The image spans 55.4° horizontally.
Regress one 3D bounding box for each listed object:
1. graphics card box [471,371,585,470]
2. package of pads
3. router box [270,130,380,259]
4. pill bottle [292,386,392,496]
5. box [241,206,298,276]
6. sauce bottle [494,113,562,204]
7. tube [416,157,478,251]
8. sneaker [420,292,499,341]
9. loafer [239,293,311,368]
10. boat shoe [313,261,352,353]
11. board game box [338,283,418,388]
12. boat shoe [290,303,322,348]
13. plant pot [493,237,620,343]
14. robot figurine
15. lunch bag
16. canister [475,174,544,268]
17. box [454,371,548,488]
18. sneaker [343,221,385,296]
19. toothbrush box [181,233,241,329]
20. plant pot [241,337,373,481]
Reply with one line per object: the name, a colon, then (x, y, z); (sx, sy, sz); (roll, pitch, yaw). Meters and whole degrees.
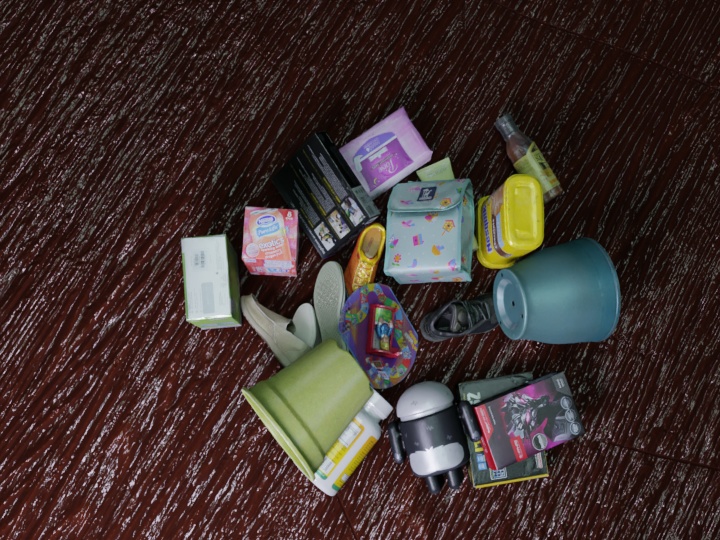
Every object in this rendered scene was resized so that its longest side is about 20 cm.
graphics card box: (0.322, 0.289, 1.329); (0.195, 0.051, 0.129); (-19, 84, -9)
package of pads: (0.042, -0.231, 1.417); (0.198, 0.076, 0.122); (-35, 84, -8)
router box: (-0.072, -0.149, 1.369); (0.148, 0.051, 0.203); (-37, 84, 32)
pill bottle: (-0.030, 0.315, 1.313); (0.112, 0.113, 0.201); (40, 81, 2)
box: (-0.167, -0.051, 1.311); (0.099, 0.200, 0.098); (3, 81, -3)
sauce bottle: (0.351, -0.235, 1.446); (0.065, 0.066, 0.203); (-31, 87, -8)
tube: (0.185, -0.130, 1.429); (0.057, 0.052, 0.205); (-12, 77, -40)
sneaker: (0.221, 0.091, 1.366); (0.193, 0.114, 0.079); (-13, 84, -8)
loafer: (-0.162, 0.115, 1.335); (0.068, 0.076, 0.201); (-39, 68, -8)
boat shoe: (-0.046, 0.085, 1.351); (0.073, 0.062, 0.207); (-14, 78, 31)
board game box: (0.049, 0.123, 1.338); (0.157, 0.039, 0.203); (-39, 104, -34)
boat shoe: (-0.099, 0.171, 1.356); (0.059, 0.071, 0.208); (16, 68, -47)
plant pot: (0.363, 0.050, 1.325); (0.182, 0.200, 0.207); (-8, 82, -14)
robot figurine: (0.141, 0.317, 1.323); (0.146, 0.124, 0.206); (-13, 83, -24)
lunch bag: (0.139, -0.085, 1.361); (0.166, 0.121, 0.207); (-2, 75, 25)
canister: (0.292, -0.094, 1.353); (0.084, 0.200, 0.154); (1, 81, -5)
box: (0.280, 0.315, 1.371); (0.154, 0.049, 0.207); (-7, 82, -4)
sneaker: (0.000, 0.000, 1.377); (0.071, 0.077, 0.206); (13, 91, -3)
toothbrush box: (-0.276, 0.027, 1.291); (0.083, 0.200, 0.151); (-5, 82, -4)
plant pot: (-0.081, 0.229, 1.218); (0.183, 0.201, 0.202); (-39, 86, -18)
